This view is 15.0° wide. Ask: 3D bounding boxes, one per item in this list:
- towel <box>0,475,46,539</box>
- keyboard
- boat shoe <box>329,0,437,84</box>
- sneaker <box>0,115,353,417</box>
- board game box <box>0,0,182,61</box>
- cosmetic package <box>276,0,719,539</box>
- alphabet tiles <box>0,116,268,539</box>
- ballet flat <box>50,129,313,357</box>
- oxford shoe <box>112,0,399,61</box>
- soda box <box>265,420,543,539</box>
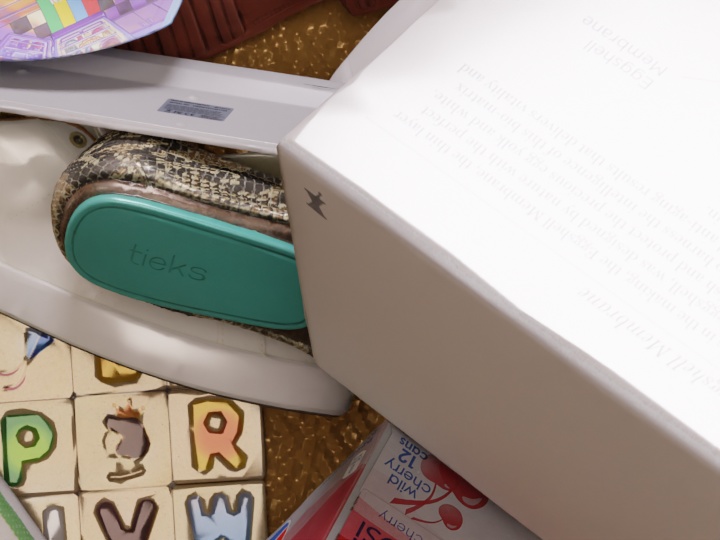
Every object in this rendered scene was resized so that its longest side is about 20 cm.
[{"bbox_3d":[-0.184,0.124,0.889,0.200,0.023,0.153,-35,89,-40],"label":"towel"},{"bbox_3d":[-0.051,-0.053,0.888,0.199,0.056,0.011,9,119,11],"label":"keyboard"},{"bbox_3d":[0.055,-0.067,0.924,0.200,0.072,0.066,-46,49,2],"label":"boat shoe"},{"bbox_3d":[-0.085,-0.016,0.926,0.199,0.073,0.085,24,90,1],"label":"sneaker"},{"bbox_3d":[-0.114,-0.165,0.912,0.157,0.039,0.201,17,62,9],"label":"board game box"},{"bbox_3d":[0.118,-0.012,0.768,0.199,0.123,0.200,37,65,25],"label":"cosmetic package"},{"bbox_3d":[-0.117,0.045,0.963,0.166,0.006,0.201,-3,88,-1],"label":"alphabet tiles"},{"bbox_3d":[0.000,0.000,0.884,0.199,0.075,0.068,23,127,0],"label":"ballet flat"},{"bbox_3d":[-0.054,-0.120,0.950,0.199,0.071,0.074,-11,67,-5],"label":"oxford shoe"},{"bbox_3d":[-0.021,0.130,0.867,0.070,0.200,0.064,35,49,-6],"label":"soda box"}]
